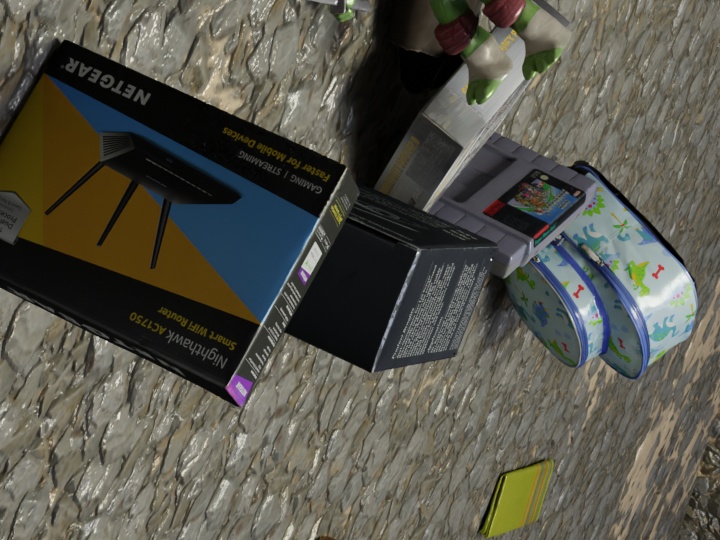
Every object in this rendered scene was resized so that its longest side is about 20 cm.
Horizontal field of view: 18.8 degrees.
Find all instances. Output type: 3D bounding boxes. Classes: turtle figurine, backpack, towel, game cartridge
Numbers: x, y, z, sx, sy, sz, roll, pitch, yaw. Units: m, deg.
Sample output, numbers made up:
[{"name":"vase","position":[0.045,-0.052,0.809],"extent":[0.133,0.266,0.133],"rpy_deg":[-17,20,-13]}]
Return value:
[{"name":"turtle figurine","position":[0.048,-0.200,1.574],"extent":[0.144,0.194,0.200],"rpy_deg":[-38,-162,15]},{"name":"backpack","position":[0.250,0.018,2.298],"extent":[0.147,0.200,0.183],"rpy_deg":[-38,153,-17]},{"name":"towel","position":[0.199,0.287,2.755],"extent":[0.200,0.018,0.086],"rpy_deg":[-1,108,-68]},{"name":"game cartridge","position":[0.125,-0.065,1.984],"extent":[0.200,0.129,0.038],"rpy_deg":[-39,146,-54]}]

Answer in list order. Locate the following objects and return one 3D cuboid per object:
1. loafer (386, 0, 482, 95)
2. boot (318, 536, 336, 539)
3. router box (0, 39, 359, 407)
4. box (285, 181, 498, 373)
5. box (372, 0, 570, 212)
[{"name":"loafer","position":[0.058,-0.205,1.730],"extent":[0.071,0.073,0.200],"rpy_deg":[-59,160,-24]},{"name":"boot","position":[-0.037,0.319,2.099],"extent":[0.200,0.075,0.107],"rpy_deg":[11,105,-62]},{"name":"router box","position":[-0.122,-0.029,1.273],"extent":[0.149,0.200,0.051],"rpy_deg":[-62,162,-12]},{"name":"box","position":[0.000,0.000,1.708],"extent":[0.200,0.148,0.105],"rpy_deg":[-4,117,-67]},{"name":"box","position":[0.085,-0.126,1.811],"extent":[0.158,0.048,0.200],"rpy_deg":[-49,176,-26]}]
